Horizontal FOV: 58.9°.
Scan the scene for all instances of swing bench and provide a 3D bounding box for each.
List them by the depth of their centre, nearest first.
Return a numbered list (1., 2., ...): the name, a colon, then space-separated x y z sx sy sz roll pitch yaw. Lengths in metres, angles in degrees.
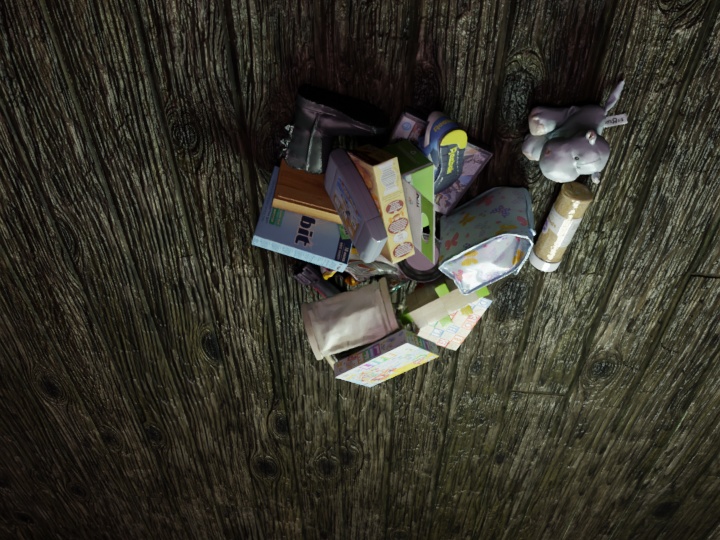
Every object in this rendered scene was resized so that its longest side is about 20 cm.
1. swing bench: -0.003 0.131 1.442 0.197 0.131 0.200 -17 156 10

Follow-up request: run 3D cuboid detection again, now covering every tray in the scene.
1. tray: -0.075 -0.157 1.312 0.198 0.100 0.037 14 154 -12

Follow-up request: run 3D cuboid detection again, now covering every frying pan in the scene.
1. frying pan: 0.115 -0.061 1.388 0.114 0.031 0.191 -27 105 22

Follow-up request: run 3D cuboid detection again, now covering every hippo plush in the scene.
1. hippo plush: 0.400 -0.215 1.168 0.198 0.162 0.160 -11 131 17

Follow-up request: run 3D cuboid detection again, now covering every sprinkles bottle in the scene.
1. sprinkles bottle: 0.421 -0.090 1.349 0.067 0.069 0.201 10 133 -3

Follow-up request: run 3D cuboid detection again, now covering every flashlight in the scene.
1. flashlight: -0.081 0.054 1.555 0.068 0.068 0.200 -45 114 9

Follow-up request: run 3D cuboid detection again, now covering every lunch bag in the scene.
1. lunch bag: 0.270 -0.068 1.318 0.199 0.171 0.127 -31 122 30

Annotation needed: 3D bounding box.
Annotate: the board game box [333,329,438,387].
1. board game box: 0.057 0.200 1.425 0.199 0.035 0.134 -29 146 28

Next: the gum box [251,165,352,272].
1. gum box: -0.107 -0.107 1.326 0.198 0.172 0.045 18 155 -10

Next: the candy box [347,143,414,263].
1. candy box: 0.039 -0.128 1.213 0.055 0.115 0.202 -22 120 -17

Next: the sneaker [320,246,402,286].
1. sneaker: 0.000 0.000 1.413 0.198 0.083 0.078 9 163 -19

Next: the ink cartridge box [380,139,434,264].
1. ink cartridge box: 0.111 -0.132 1.216 0.075 0.200 0.149 -24 137 -19

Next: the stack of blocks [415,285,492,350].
1. stack of blocks: 0.224 0.100 1.559 0.114 0.059 0.201 18 133 -10

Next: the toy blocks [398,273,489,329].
1. toy blocks: 0.177 0.046 1.444 0.198 0.137 0.100 -28 116 10

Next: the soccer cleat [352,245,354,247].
1. soccer cleat: -0.044 -0.099 1.401 0.198 0.087 0.070 1 166 -24

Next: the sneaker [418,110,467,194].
1. sneaker: 0.151 -0.222 1.226 0.073 0.083 0.201 -24 154 -18

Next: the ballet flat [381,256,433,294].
1. ballet flat: 0.097 0.002 1.489 0.199 0.076 0.064 -37 89 29

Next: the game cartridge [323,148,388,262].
1. game cartridge: -0.013 -0.125 1.222 0.041 0.202 0.133 -24 166 -13

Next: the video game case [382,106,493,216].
1. video game case: 0.137 -0.215 1.296 0.198 0.026 0.181 22 132 -13

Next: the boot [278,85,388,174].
1. boot: -0.059 -0.258 1.247 0.196 0.074 0.163 17 133 -5
